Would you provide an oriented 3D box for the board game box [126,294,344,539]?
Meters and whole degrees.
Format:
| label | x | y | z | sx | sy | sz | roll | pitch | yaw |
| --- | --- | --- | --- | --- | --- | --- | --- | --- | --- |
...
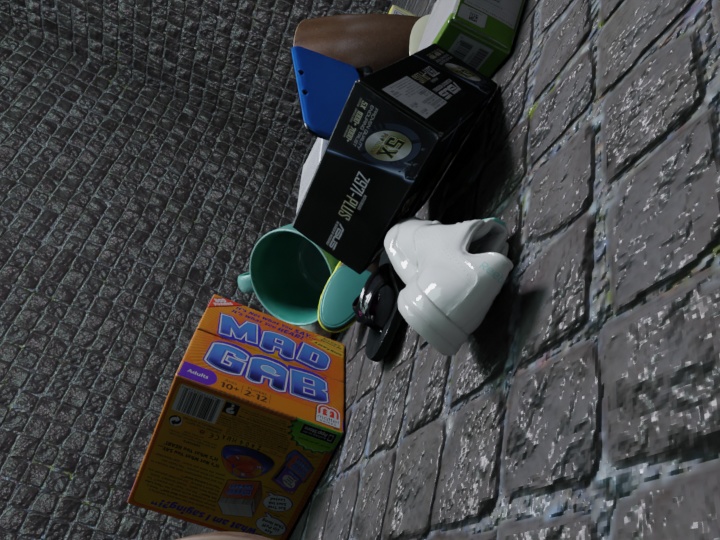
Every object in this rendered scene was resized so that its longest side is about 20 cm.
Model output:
| label | x | y | z | sx | sy | sz | roll | pitch | yaw |
| --- | --- | --- | --- | --- | --- | --- | --- | --- | --- |
| board game box | -0.150 | 0.190 | 0.771 | 0.200 | 0.200 | 0.200 | -94 | 28 | -66 |

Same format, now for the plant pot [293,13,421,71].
| label | x | y | z | sx | sy | sz | roll | pitch | yaw |
| --- | --- | --- | --- | --- | --- | --- | --- | --- | --- |
| plant pot | 0.020 | -0.353 | 0.998 | 0.187 | 0.199 | 0.188 | -5 | -90 | -66 |

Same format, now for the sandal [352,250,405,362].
| label | x | y | z | sx | sy | sz | roll | pitch | yaw |
| --- | --- | --- | --- | --- | --- | --- | --- | --- | --- |
| sandal | 0.019 | 0.024 | 0.673 | 0.201 | 0.048 | 0.075 | -81 | 16 | -52 |

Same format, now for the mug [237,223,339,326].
| label | x | y | z | sx | sy | sz | roll | pitch | yaw |
| --- | --- | --- | --- | --- | --- | --- | --- | --- | --- |
| mug | -0.092 | -0.009 | 0.927 | 0.114 | 0.185 | 0.152 | -29 | -40 | -57 |

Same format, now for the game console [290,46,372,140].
| label | x | y | z | sx | sy | sz | roll | pitch | yaw |
| --- | --- | --- | --- | --- | --- | --- | --- | --- | --- |
| game console | -0.022 | -0.203 | 0.843 | 0.171 | 0.118 | 0.200 | 84 | 176 | -52 |

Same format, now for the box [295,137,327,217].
| label | x | y | z | sx | sy | sz | roll | pitch | yaw |
| --- | --- | --- | --- | --- | --- | --- | --- | --- | --- |
| box | -0.049 | -0.132 | 1.076 | 0.184 | 0.105 | 0.201 | 140 | 138 | -68 |

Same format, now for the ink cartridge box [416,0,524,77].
| label | x | y | z | sx | sy | sz | roll | pitch | yaw |
| --- | --- | --- | --- | --- | --- | --- | --- | --- | --- |
| ink cartridge box | 0.133 | -0.310 | 0.702 | 0.148 | 0.076 | 0.201 | 139 | 153 | -69 |

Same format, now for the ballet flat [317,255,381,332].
| label | x | y | z | sx | sy | sz | roll | pitch | yaw |
| --- | --- | --- | --- | --- | --- | --- | --- | --- | --- |
| ballet flat | 0.000 | 0.000 | 0.814 | 0.067 | 0.067 | 0.200 | 80 | -150 | -69 |

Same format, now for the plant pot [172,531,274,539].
| label | x | y | z | sx | sy | sz | roll | pitch | yaw |
| --- | --- | --- | --- | --- | --- | --- | --- | --- | --- |
| plant pot | -0.087 | 0.274 | 0.394 | 0.175 | 0.200 | 0.201 | 89 | -161 | -74 |

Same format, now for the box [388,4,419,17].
| label | x | y | z | sx | sy | sz | roll | pitch | yaw |
| --- | --- | --- | --- | --- | --- | --- | --- | --- | --- |
| box | 0.053 | -0.398 | 1.217 | 0.176 | 0.096 | 0.201 | 144 | 147 | -71 |

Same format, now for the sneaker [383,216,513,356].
| label | x | y | z | sx | sy | sz | roll | pitch | yaw |
| --- | --- | --- | --- | --- | --- | --- | --- | --- | --- |
| sneaker | 0.074 | -0.012 | 0.459 | 0.089 | 0.075 | 0.200 | -47 | 16 | 14 |

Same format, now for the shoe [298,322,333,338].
| label | x | y | z | sx | sy | sz | roll | pitch | yaw |
| --- | --- | --- | --- | --- | --- | --- | --- | --- | --- |
| shoe | -0.105 | 0.138 | 1.002 | 0.200 | 0.070 | 0.053 | -51 | 12 | 52 |

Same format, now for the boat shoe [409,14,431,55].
| label | x | y | z | sx | sy | sz | roll | pitch | yaw |
| --- | --- | --- | --- | --- | --- | --- | --- | --- | --- |
| boat shoe | 0.092 | -0.242 | 0.806 | 0.063 | 0.071 | 0.201 | 21 | -105 | -64 |

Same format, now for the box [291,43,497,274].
| label | x | y | z | sx | sy | sz | roll | pitch | yaw |
| --- | --- | --- | --- | --- | --- | --- | --- | --- | --- |
| box | 0.039 | -0.118 | 0.590 | 0.200 | 0.086 | 0.164 | -47 | -10 | -53 |
